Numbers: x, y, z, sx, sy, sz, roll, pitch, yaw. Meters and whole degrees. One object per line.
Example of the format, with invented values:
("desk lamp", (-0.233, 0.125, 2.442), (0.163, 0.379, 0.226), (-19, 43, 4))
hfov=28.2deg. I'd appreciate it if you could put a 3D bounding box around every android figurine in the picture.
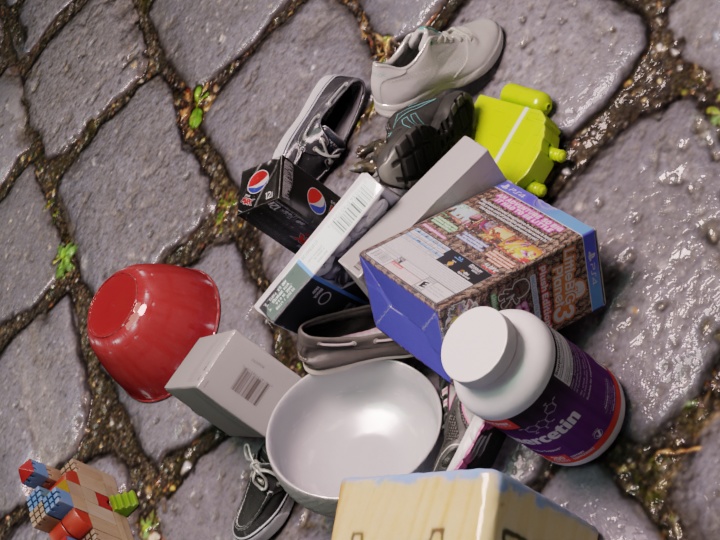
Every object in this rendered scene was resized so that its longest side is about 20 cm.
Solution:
("android figurine", (0.160, -0.136, 1.686), (0.200, 0.041, 0.183), (23, 82, 50))

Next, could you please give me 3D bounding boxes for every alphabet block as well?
("alphabet block", (0.091, 0.317, 1.363), (0.196, 0.195, 0.201), (-12, 57, 41))

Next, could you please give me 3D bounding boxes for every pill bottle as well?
("pill bottle", (0.167, 0.110, 1.408), (0.112, 0.200, 0.113), (-23, 51, 32))

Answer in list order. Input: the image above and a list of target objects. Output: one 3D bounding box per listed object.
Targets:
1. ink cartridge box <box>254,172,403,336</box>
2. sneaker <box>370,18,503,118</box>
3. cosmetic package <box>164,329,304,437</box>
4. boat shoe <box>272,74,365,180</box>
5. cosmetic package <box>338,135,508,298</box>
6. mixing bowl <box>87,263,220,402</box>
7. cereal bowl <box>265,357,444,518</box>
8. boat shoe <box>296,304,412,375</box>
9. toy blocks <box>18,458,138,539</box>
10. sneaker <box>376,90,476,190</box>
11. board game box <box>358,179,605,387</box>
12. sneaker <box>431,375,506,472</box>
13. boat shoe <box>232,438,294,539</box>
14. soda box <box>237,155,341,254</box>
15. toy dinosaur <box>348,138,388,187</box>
("ink cartridge box", (0.000, 0.000, 1.649), (0.198, 0.200, 0.043), (-51, 59, 8))
("sneaker", (0.095, -0.267, 1.748), (0.200, 0.089, 0.075), (-36, 44, -23))
("cosmetic package", (-0.153, 0.137, 1.702), (0.085, 0.107, 0.200), (-56, 13, -14))
("boat shoe", (-0.052, -0.169, 1.891), (0.068, 0.072, 0.201), (10, 66, 48))
("cosmetic package", (0.075, -0.048, 1.583), (0.200, 0.083, 0.051), (-44, 39, -7))
("mixing bowl", (-0.298, 0.068, 1.947), (0.199, 0.108, 0.201), (-23, 53, 33))
("cereal bowl", (0.000, 0.195, 1.578), (0.199, 0.084, 0.201), (-9, 43, 8))
("boat shoe", (0.025, 0.064, 1.610), (0.199, 0.057, 0.067), (-17, 38, -6))
("toy blocks", (-0.364, 0.312, 1.837), (0.100, 0.137, 0.200), (-44, 43, 13))
("sneaker", (0.062, -0.146, 1.653), (0.079, 0.076, 0.200), (1, 26, 31))
("board game box", (0.128, 0.009, 1.508), (0.199, 0.097, 0.159), (-26, 33, -20))
("sneaker", (0.117, 0.135, 1.523), (0.086, 0.080, 0.201), (17, 65, 27))
("boat shoe", (-0.101, 0.231, 1.688), (0.200, 0.068, 0.074), (-55, 41, 3))
("soda box", (-0.056, -0.057, 1.723), (0.071, 0.200, 0.064), (-19, 52, 34))
("toy dinosaur", (0.058, -0.164, 1.773), (0.200, 0.077, 0.102), (-48, 23, -23))
